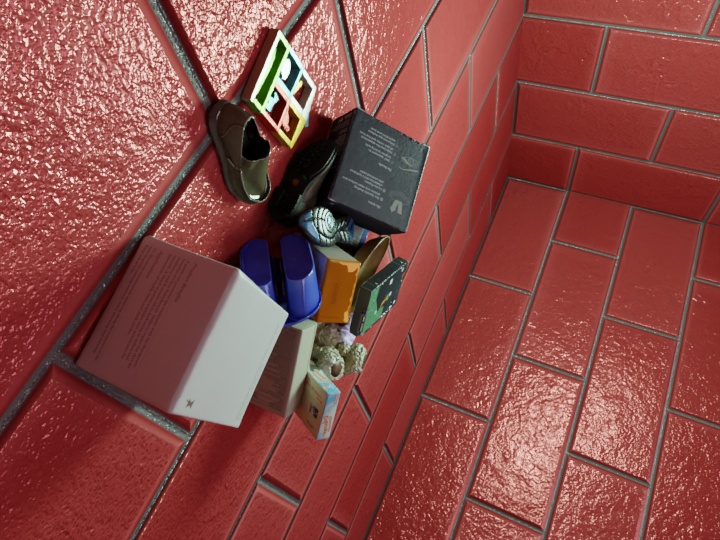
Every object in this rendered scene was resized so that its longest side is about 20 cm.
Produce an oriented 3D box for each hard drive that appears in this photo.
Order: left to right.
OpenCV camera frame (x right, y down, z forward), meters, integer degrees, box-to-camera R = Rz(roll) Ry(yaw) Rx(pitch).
[{"bbox_3d":[0.046,0.062,1.349,0.200,0.038,0.141,-38,148,-52],"label":"hard drive"}]

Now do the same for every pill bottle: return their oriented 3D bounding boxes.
[{"bbox_3d":[-0.040,-0.085,1.263,0.202,0.111,0.112,-69,159,-11],"label":"pill bottle"}]

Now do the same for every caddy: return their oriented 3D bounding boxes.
[{"bbox_3d":[-0.145,0.022,0.983,0.201,0.139,0.106,-110,-165,-55],"label":"caddy"}]

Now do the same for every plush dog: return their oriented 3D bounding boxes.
[{"bbox_3d":[-0.091,0.175,1.333,0.199,0.159,0.174,3,80,-62],"label":"plush dog"}]

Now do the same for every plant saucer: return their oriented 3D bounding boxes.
[{"bbox_3d":[0.000,0.000,1.244,0.201,0.035,0.201,-55,169,-16],"label":"plant saucer"}]

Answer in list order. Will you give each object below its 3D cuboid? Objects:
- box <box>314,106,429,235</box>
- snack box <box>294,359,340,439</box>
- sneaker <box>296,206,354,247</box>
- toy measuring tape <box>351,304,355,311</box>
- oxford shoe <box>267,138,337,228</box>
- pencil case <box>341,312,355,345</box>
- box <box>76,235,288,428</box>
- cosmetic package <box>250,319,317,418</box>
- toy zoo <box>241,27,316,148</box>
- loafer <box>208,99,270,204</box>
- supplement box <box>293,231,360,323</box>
[{"bbox_3d":[0.018,-0.203,1.164,0.195,0.117,0.203,21,81,-27],"label":"box"},{"bbox_3d":[-0.120,0.269,1.225,0.037,0.200,0.118,1,113,-36],"label":"snack box"},{"bbox_3d":[-0.082,-0.080,1.076,0.200,0.081,0.074,8,84,-69],"label":"sneaker"},{"bbox_3d":[-0.069,0.074,1.405,0.199,0.073,0.074,22,86,-46],"label":"toy measuring tape"},{"bbox_3d":[-0.109,-0.173,1.083,0.201,0.072,0.085,-55,159,-11],"label":"oxford shoe"},{"bbox_3d":[-0.051,0.160,1.488,0.201,0.085,0.084,-62,-168,-27],"label":"pencil case"},{"bbox_3d":[-0.242,0.095,0.793,0.201,0.169,0.200,-67,159,-15],"label":"box"},{"bbox_3d":[-0.168,0.197,1.170,0.073,0.102,0.203,-20,126,-65],"label":"cosmetic package"},{"bbox_3d":[-0.133,-0.308,0.970,0.133,0.020,0.200,-69,159,-9],"label":"toy zoo"},{"bbox_3d":[-0.181,-0.177,0.879,0.076,0.069,0.201,-62,157,-27],"label":"loafer"},{"bbox_3d":[-0.082,0.010,1.110,0.073,0.200,0.128,4,107,-29],"label":"supplement box"}]
